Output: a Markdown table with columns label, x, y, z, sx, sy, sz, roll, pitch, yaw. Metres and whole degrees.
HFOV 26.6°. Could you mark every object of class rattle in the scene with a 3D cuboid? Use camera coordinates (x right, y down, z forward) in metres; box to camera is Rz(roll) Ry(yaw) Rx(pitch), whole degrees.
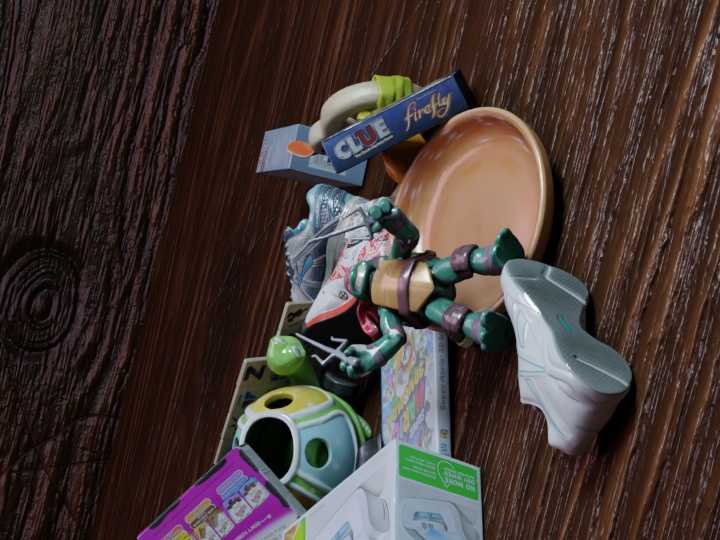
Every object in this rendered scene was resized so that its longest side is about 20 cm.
| label | x | y | z | sx | sy | sz | roll | pitch | yaw |
| --- | --- | --- | --- | --- | --- | --- | --- | --- | --- |
| rattle | 0.002 | -0.116 | 1.659 | 0.200 | 0.130 | 0.143 | -27 | 77 | 37 |

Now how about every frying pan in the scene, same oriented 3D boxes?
| label | x | y | z | sx | sy | sz | roll | pitch | yaw |
| --- | --- | --- | --- | --- | --- | --- | --- | --- | --- |
| frying pan | 0.007 | 0.254 | 1.498 | 0.115 | 0.031 | 0.190 | 98 | 176 | -65 |

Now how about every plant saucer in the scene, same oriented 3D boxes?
| label | x | y | z | sx | sy | sz | roll | pitch | yaw |
| --- | --- | --- | --- | --- | --- | --- | --- | --- | --- |
| plant saucer | 0.100 | -0.041 | 1.327 | 0.200 | 0.037 | 0.201 | -21 | 62 | 47 |

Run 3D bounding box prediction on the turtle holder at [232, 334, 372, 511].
| label | x | y | z | sx | sy | sz | roll | pitch | yaw |
| --- | --- | --- | --- | --- | --- | --- | --- | --- | --- |
| turtle holder | -0.062 | 0.175 | 1.583 | 0.186 | 0.141 | 0.132 | -65 | -25 | -3 |

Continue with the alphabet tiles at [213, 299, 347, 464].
| label | x | y | z | sx | sy | sz | roll | pitch | yaw |
| --- | --- | --- | --- | --- | --- | --- | --- | --- | --- |
| alphabet tiles | -0.068 | 0.119 | 1.665 | 0.008 | 0.167 | 0.200 | 39 | 120 | 41 |

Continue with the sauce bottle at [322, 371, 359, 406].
| label | x | y | z | sx | sy | sz | roll | pitch | yaw |
| --- | --- | --- | --- | --- | --- | --- | --- | --- | --- |
| sauce bottle | -0.047 | 0.211 | 1.686 | 0.065 | 0.065 | 0.200 | -124 | 50 | -69 |

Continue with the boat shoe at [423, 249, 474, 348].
| label | x | y | z | sx | sy | sz | roll | pitch | yaw |
| --- | --- | --- | --- | --- | --- | --- | --- | --- | --- |
| boat shoe | 0.075 | -0.009 | 1.430 | 0.201 | 0.066 | 0.072 | -95 | 26 | -46 |

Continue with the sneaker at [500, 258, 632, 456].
| label | x | y | z | sx | sy | sz | roll | pitch | yaw |
| --- | --- | --- | --- | --- | --- | --- | --- | --- | --- |
| sneaker | 0.140 | 0.060 | 1.144 | 0.200 | 0.070 | 0.080 | -104 | 28 | -58 |

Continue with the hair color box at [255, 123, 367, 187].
| label | x | y | z | sx | sy | sz | roll | pitch | yaw |
| --- | --- | --- | --- | --- | --- | --- | --- | --- | --- |
| hair color box | -0.063 | -0.146 | 1.964 | 0.200 | 0.099 | 0.061 | -174 | 96 | -74 |

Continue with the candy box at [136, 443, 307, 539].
| label | x | y | z | sx | sy | sz | roll | pitch | yaw |
| --- | --- | --- | --- | --- | --- | --- | --- | --- | --- |
| candy box | -0.099 | 0.287 | 1.479 | 0.136 | 0.200 | 0.061 | -42 | -7 | 3 |

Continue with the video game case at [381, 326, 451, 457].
| label | x | y | z | sx | sy | sz | roll | pitch | yaw |
| --- | --- | --- | --- | --- | --- | --- | --- | --- | --- |
| video game case | 0.051 | 0.139 | 1.463 | 0.143 | 0.018 | 0.200 | 127 | 148 | -55 |

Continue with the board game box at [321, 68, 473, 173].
| label | x | y | z | sx | sy | sz | roll | pitch | yaw |
| --- | --- | --- | --- | --- | --- | --- | --- | --- | --- |
| board game box | 0.040 | -0.146 | 1.458 | 0.035 | 0.135 | 0.200 | 63 | -171 | -6 |

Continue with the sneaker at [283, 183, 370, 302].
| label | x | y | z | sx | sy | sz | roll | pitch | yaw |
| --- | --- | --- | --- | --- | --- | --- | --- | --- | --- |
| sneaker | -0.046 | -0.012 | 1.672 | 0.078 | 0.086 | 0.200 | -37 | -24 | -53 |

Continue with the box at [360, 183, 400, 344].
| label | x | y | z | sx | sy | sz | roll | pitch | yaw |
| --- | --- | --- | --- | --- | --- | --- | --- | --- | --- |
| box | 0.036 | 0.011 | 1.620 | 0.121 | 0.032 | 0.200 | 125 | 153 | -52 |

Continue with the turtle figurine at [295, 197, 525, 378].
| label | x | y | z | sx | sy | sz | roll | pitch | yaw |
| --- | --- | --- | --- | --- | --- | --- | --- | --- | --- |
| turtle figurine | 0.038 | 0.012 | 1.276 | 0.200 | 0.101 | 0.150 | 3 | 98 | 36 |

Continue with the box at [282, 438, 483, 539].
| label | x | y | z | sx | sy | sz | roll | pitch | yaw |
| --- | --- | --- | --- | --- | --- | --- | --- | --- | --- |
| box | 0.016 | 0.275 | 1.305 | 0.200 | 0.097 | 0.177 | -44 | 33 | 44 |

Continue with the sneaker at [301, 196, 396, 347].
| label | x | y | z | sx | sy | sz | roll | pitch | yaw |
| --- | --- | --- | --- | --- | --- | --- | --- | --- | --- |
| sneaker | 0.001 | 0.000 | 1.571 | 0.201 | 0.067 | 0.108 | 135 | 145 | -55 |
